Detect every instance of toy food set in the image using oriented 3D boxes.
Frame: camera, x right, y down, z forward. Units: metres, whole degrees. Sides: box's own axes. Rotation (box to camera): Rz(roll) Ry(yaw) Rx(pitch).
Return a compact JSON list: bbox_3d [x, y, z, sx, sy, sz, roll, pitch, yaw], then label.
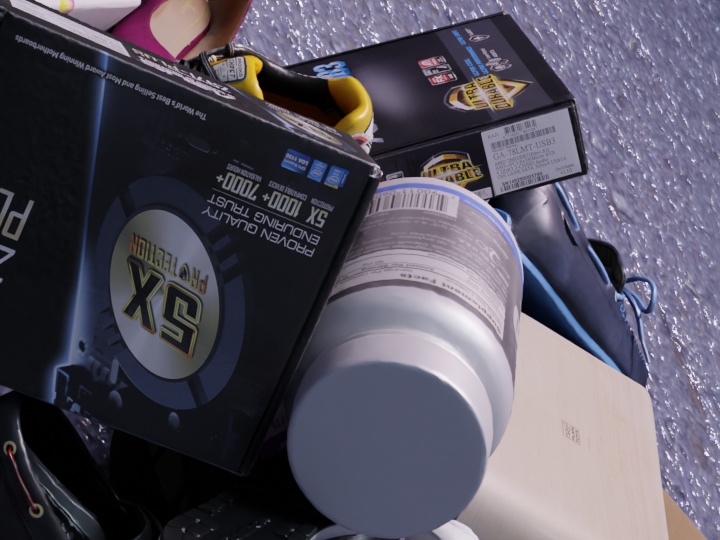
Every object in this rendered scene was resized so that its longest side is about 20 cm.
[{"bbox_3d":[0.096,0.105,1.433,0.143,0.060,0.200,31,34,-26],"label":"toy food set"}]

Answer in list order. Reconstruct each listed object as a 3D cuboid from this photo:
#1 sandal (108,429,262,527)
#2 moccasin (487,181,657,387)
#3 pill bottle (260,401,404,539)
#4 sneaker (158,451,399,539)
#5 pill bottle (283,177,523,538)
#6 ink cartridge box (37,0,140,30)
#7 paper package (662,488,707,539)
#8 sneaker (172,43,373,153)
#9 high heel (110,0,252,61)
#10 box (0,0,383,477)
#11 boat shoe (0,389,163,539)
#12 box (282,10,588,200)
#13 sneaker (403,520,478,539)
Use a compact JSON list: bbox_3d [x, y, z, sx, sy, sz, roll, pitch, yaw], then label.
[{"bbox_3d":[-0.064,0.144,1.332,0.200,0.082,0.055,59,5,-2],"label":"sandal"},{"bbox_3d":[0.134,0.011,1.525,0.080,0.068,0.200,24,-19,34],"label":"moccasin"},{"bbox_3d":[0.006,0.157,1.397,0.112,0.112,0.200,6,56,-59],"label":"pill bottle"},{"bbox_3d":[-0.043,0.150,1.258,0.076,0.088,0.200,23,21,26],"label":"sneaker"},{"bbox_3d":[0.022,0.042,1.287,0.114,0.114,0.200,50,21,-16],"label":"pill bottle"},{"bbox_3d":[-0.217,-0.175,1.417,0.115,0.068,0.200,61,25,7],"label":"ink cartridge box"},{"bbox_3d":[0.131,0.197,1.591,0.191,0.103,0.200,49,27,-16],"label":"paper package"},{"bbox_3d":[-0.087,-0.085,1.302,0.199,0.082,0.078,7,52,-20],"label":"sneaker"},{"bbox_3d":[-0.095,-0.139,1.508,0.067,0.096,0.200,56,8,-28],"label":"high heel"},{"bbox_3d":[-0.116,-0.020,1.221,0.200,0.164,0.086,23,9,-16],"label":"box"},{"bbox_3d":[-0.124,0.145,1.236,0.202,0.063,0.074,54,23,-13],"label":"boat shoe"},{"bbox_3d":[0.011,-0.079,1.463,0.200,0.198,0.050,-110,-173,-68],"label":"box"},{"bbox_3d":[-0.001,0.212,1.264,0.099,0.200,0.078,24,-4,-38],"label":"sneaker"}]
